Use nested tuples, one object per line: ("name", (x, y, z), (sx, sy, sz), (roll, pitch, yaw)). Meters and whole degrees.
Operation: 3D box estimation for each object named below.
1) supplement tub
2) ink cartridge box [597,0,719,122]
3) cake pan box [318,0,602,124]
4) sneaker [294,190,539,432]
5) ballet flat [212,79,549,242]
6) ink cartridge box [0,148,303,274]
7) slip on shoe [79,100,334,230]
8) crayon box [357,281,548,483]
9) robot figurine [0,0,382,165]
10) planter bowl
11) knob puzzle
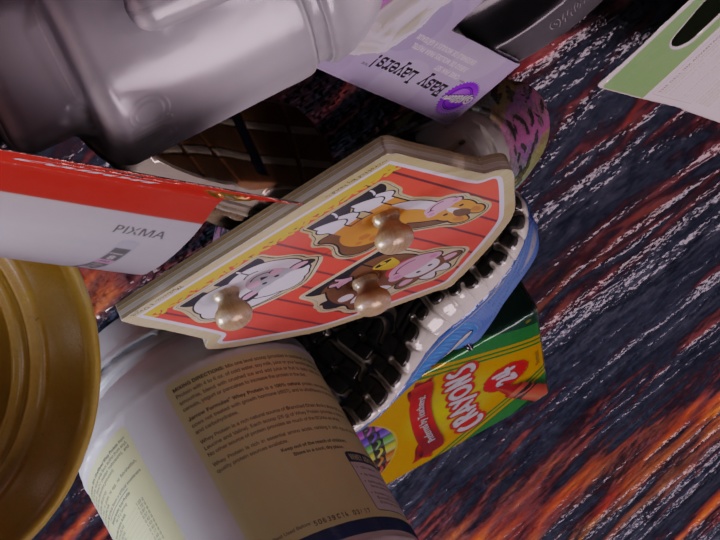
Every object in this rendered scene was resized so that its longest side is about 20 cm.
("supplement tub", (-0.066, 0.121, 1.546), (0.144, 0.201, 0.145), (-25, 153, -13))
("ink cartridge box", (0.216, -0.147, 1.561), (0.145, 0.048, 0.199), (-44, 152, 22))
("cake pan box", (0.053, -0.160, 1.357), (0.184, 0.052, 0.200), (-38, 154, 18))
("sneaker", (0.031, 0.035, 1.635), (0.200, 0.079, 0.089), (-42, 154, 9))
("ballet flat", (0.017, -0.044, 1.490), (0.199, 0.070, 0.071), (-23, -178, -11))
("ink cartridge box", (-0.144, -0.026, 1.207), (0.162, 0.200, 0.057), (9, 94, -34))
("slip on shoe", (-0.087, -0.057, 1.369), (0.060, 0.076, 0.200), (-30, 163, 24))
("crayon box", (0.016, 0.079, 1.734), (0.199, 0.051, 0.127), (-29, 154, -6))
("robot figurine", (-0.073, -0.120, 1.215), (0.199, 0.113, 0.170), (-28, -171, -8))
("planter bowl", (-0.227, 0.048, 1.325), (0.199, 0.202, 0.083), (-14, -171, -33))
("knob puzzle", (0.000, 0.000, 1.460), (0.218, 0.031, 0.220), (-20, 161, -7))
